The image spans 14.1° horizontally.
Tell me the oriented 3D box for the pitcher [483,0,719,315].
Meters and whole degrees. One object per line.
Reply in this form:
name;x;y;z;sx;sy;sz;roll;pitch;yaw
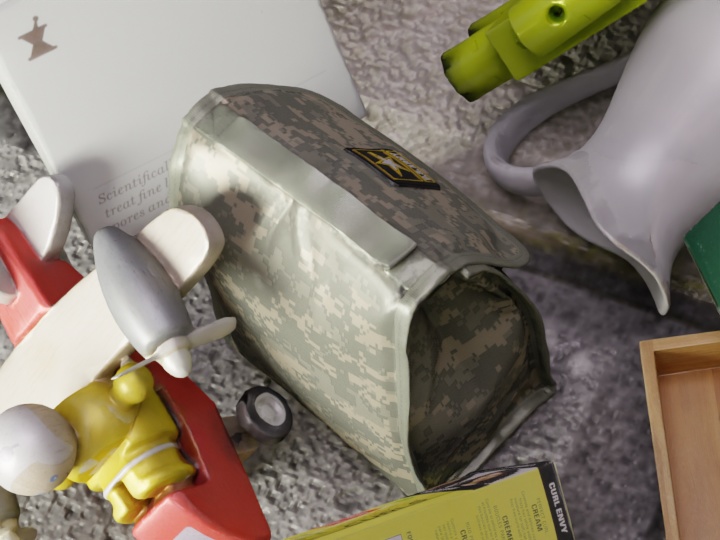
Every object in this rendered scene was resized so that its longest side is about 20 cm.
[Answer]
pitcher;0.170;-0.093;1.513;0.200;0.121;0.171;-45;44;-8

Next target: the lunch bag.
lunch bag;0.000;0.000;1.436;0.164;0.200;0.118;38;75;26

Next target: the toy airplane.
toy airplane;-0.144;0.055;1.433;0.199;0.201;0.141;8;28;26

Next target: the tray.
tray;0.196;0.124;1.406;0.098;0.037;0.201;-7;62;5

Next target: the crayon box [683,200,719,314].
crayon box;0.267;-0.052;1.401;0.200;0.125;0.052;-46;55;37

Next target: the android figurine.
android figurine;0.135;-0.160;1.518;0.200;0.182;0.041;-33;97;26

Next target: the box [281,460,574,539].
box;0.004;0.141;1.374;0.200;0.075;0.050;-17;92;-36

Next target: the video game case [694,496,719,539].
video game case;0.238;0.177;1.403;0.181;0.023;0.200;26;70;21

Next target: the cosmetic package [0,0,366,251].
cosmetic package;-0.124;-0.150;1.522;0.164;0.165;0.200;-28;39;-4
